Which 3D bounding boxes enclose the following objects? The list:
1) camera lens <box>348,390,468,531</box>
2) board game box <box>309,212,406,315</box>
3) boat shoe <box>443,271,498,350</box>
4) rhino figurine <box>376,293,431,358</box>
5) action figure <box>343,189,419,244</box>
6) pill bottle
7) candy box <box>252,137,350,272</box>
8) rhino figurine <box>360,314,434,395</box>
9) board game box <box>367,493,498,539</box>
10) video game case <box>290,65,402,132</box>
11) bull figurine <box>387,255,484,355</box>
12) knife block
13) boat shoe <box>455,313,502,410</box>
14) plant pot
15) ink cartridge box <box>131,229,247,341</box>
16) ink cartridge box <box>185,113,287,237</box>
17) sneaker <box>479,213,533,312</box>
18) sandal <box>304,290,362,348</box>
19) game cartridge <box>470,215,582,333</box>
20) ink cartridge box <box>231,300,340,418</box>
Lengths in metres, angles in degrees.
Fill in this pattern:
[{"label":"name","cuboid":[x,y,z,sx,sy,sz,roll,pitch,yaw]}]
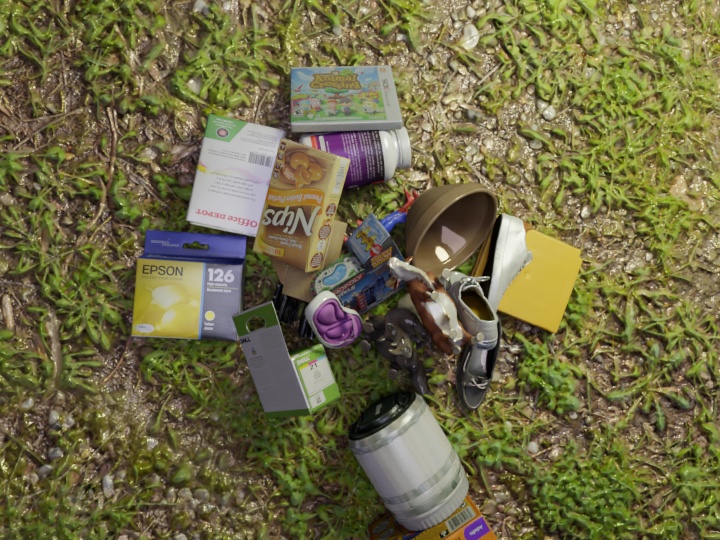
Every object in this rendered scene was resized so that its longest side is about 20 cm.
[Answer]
[{"label":"camera lens","cuboid":[0.084,0.336,0.922,0.159,0.160,0.201,-32,91,-4]},{"label":"board game box","cuboid":[0.000,0.000,0.893,0.199,0.200,0.062,-31,60,-11]},{"label":"boat shoe","cuboid":[0.195,0.043,0.902,0.074,0.203,0.087,-1,123,-4]},{"label":"rhino figurine","cuboid":[0.087,0.100,0.918,0.087,0.200,0.060,41,122,6]},{"label":"action figure","cuboid":[0.018,-0.090,0.971,0.099,0.065,0.200,42,86,-20]},{"label":"pill bottle","cuboid":[-0.010,-0.213,0.951,0.198,0.112,0.114,-10,90,-4]},{"label":"candy box","cuboid":[-0.103,-0.111,0.872,0.115,0.055,0.202,21,102,20]},{"label":"rhino figurine","cuboid":[0.076,0.163,0.966,0.060,0.087,0.200,-42,93,24]},{"label":"board game box","cuboid":[0.155,0.528,0.904,0.199,0.200,0.201,-32,92,-5]},{"label":"video game case","cuboid":[-0.031,-0.323,0.946,0.198,0.022,0.183,-3,52,-4]},{"label":"bull figurine","cuboid":[0.121,0.054,0.839,0.065,0.121,0.201,-35,97,-14]},{"label":"knife block","cuboid":[-0.084,0.024,0.937,0.199,0.064,0.177,-30,81,18]},{"label":"boat shoe","cuboid":[0.231,0.176,0.988,0.066,0.057,0.202,12,88,-5]},{"label":"plant pot","cuboid":[0.151,-0.089,0.948,0.200,0.201,0.093,-38,55,-4]},{"label":"ink cartridge box","cuboid":[-0.319,0.028,0.958,0.196,0.047,0.202,3,91,-4]},{"label":"ink cartridge box","cuboid":[-0.225,-0.168,0.948,0.143,0.084,0.202,11,88,-4]},{"label":"sneaker","cuboid":[0.280,-0.002,0.958,0.084,0.073,0.202,15,87,-4]},{"label":"sandal","cuboid":[-0.038,0.100,0.870,0.083,0.203,0.050,-46,61,-2]},{"label":"game cartridge","cuboid":[0.327,0.008,1.015,0.199,0.032,0.178,22,87,-6]},{"label":"ink cartridge box","cuboid":[-0.137,0.153,0.912,0.075,0.147,0.202,-19,89,-44]}]
